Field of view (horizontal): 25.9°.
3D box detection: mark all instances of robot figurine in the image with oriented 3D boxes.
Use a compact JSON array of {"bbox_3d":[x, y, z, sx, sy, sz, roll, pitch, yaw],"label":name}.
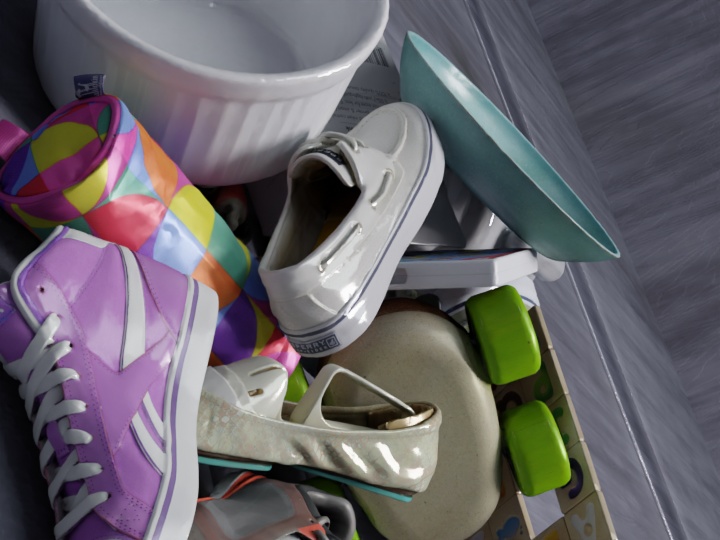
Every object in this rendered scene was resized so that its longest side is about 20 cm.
[{"bbox_3d":[0.069,-0.034,1.161,0.169,0.114,0.200,25,-1,30],"label":"robot figurine"}]

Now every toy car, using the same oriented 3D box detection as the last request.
[{"bbox_3d":[0.019,0.066,0.989,0.200,0.163,0.159,-114,-174,-66],"label":"toy car"}]

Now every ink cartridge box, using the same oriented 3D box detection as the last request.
[{"bbox_3d":[-0.021,-0.085,1.020,0.115,0.068,0.201,4,55,-41],"label":"ink cartridge box"}]

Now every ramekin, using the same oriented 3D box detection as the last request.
[{"bbox_3d":[-0.092,-0.143,0.897,0.199,0.098,0.201,13,45,-14],"label":"ramekin"}]

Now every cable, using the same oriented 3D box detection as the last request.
[{"bbox_3d":[-0.091,-0.078,1.040,0.097,0.050,0.200,52,20,-17],"label":"cable"}]

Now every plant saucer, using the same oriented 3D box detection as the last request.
[{"bbox_3d":[0.088,-0.071,1.014,0.200,0.036,0.200,44,13,-12],"label":"plant saucer"}]

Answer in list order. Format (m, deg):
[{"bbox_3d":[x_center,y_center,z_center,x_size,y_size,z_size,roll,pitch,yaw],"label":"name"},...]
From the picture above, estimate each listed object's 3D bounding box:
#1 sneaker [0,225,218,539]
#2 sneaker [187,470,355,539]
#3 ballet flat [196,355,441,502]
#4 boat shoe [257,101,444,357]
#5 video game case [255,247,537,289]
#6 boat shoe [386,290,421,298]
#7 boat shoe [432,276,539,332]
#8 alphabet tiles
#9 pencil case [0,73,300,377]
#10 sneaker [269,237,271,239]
[{"bbox_3d":[-0.132,0.066,0.697,0.114,0.073,0.201,30,39,-27],"label":"sneaker"},{"bbox_3d":[-0.047,0.141,0.760,0.200,0.081,0.078,-48,134,-73],"label":"sneaker"},{"bbox_3d":[-0.040,0.075,0.830,0.199,0.063,0.067,16,6,-36],"label":"ballet flat"},{"bbox_3d":[-0.009,-0.044,0.877,0.070,0.070,0.201,59,38,-31],"label":"boat shoe"},{"bbox_3d":[0.000,0.000,0.964,0.143,0.198,0.018,-12,100,-74],"label":"video game case"},{"bbox_3d":[0.030,0.065,1.192,0.062,0.072,0.200,30,22,-6],"label":"boat shoe"},{"bbox_3d":[0.108,0.053,1.146,0.200,0.072,0.062,40,33,-63],"label":"boat shoe"},{"bbox_3d":[0.080,0.147,1.024,0.008,0.200,0.168,9,50,-33],"label":"alphabet tiles"},{"bbox_3d":[-0.108,-0.008,0.829,0.200,0.088,0.089,52,20,-37],"label":"pencil case"},{"bbox_3d":[-0.046,-0.061,1.161,0.085,0.076,0.201,71,8,-63],"label":"sneaker"}]
